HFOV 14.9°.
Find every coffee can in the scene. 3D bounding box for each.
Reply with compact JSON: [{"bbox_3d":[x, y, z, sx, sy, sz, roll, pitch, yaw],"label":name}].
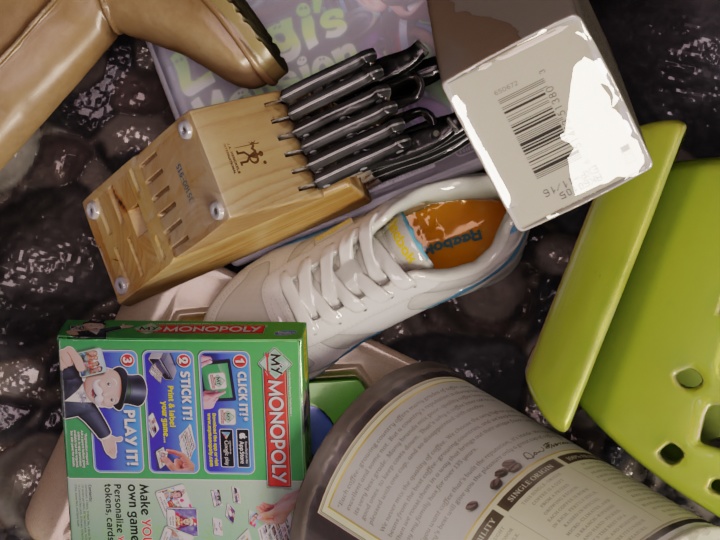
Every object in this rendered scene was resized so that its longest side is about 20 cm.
[{"bbox_3d":[0.082,0.156,1.449,0.199,0.146,0.147,29,91,36],"label":"coffee can"}]

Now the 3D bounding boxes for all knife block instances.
[{"bbox_3d":[-0.035,-0.056,1.509,0.175,0.200,0.064,-14,77,-36],"label":"knife block"}]

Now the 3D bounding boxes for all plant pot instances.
[{"bbox_3d":[0.195,0.027,1.472,0.180,0.199,0.201,22,92,6],"label":"plant pot"}]

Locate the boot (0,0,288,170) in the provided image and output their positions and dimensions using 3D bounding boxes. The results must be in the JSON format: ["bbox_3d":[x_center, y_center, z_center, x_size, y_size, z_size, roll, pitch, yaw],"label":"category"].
[{"bbox_3d":[-0.161,-0.107,1.520,0.200,0.066,0.175,-44,75,7],"label":"boot"}]

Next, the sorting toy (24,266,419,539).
[{"bbox_3d":[-0.067,0.107,1.548,0.199,0.036,0.186,26,91,0],"label":"sorting toy"}]

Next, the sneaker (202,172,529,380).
[{"bbox_3d":[0.000,0.000,1.510,0.199,0.081,0.077,-27,78,-9],"label":"sneaker"}]

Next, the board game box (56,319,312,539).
[{"bbox_3d":[-0.092,0.126,1.504,0.133,0.029,0.202,0,110,5],"label":"board game box"}]

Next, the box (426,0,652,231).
[{"bbox_3d":[0.089,-0.108,1.431,0.077,0.200,0.095,-26,109,9],"label":"box"}]

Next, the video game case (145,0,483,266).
[{"bbox_3d":[-0.013,-0.123,1.552,0.199,0.023,0.183,-21,90,1],"label":"video game case"}]
